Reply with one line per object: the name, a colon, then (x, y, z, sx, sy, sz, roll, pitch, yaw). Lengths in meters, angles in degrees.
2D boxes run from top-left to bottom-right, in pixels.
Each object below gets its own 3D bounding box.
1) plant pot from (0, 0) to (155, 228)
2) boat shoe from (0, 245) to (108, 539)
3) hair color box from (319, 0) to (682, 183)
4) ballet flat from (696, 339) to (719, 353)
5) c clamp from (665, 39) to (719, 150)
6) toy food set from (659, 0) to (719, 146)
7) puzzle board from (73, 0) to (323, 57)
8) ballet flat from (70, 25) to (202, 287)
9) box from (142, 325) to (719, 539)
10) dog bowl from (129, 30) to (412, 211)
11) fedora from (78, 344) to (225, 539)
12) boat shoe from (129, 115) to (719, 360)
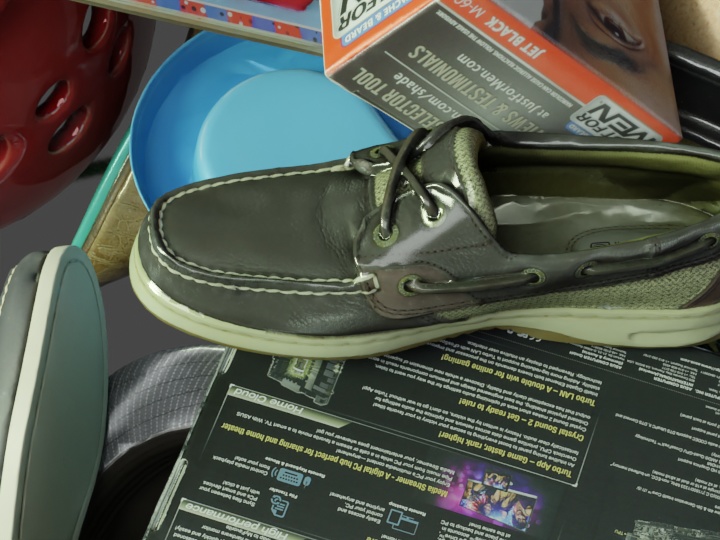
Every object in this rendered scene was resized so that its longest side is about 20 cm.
plant pot: (-0.185, -0.123, 1.008, 0.200, 0.183, 0.201, -2, 76, 6)
boat shoe: (-0.134, 0.088, 0.975, 0.063, 0.073, 0.201, 8, 89, 18)
hair color box: (0.040, -0.128, 0.939, 0.064, 0.111, 0.200, -32, 45, 32)
ballet flat: (0.109, 0.048, 0.969, 0.074, 0.074, 0.200, 43, 126, 14)
c clamp: (0.123, 0.002, 0.984, 0.199, 0.027, 0.171, 19, 124, 16)
toy food set: (0.170, -0.113, 0.981, 0.197, 0.049, 0.201, 10, 94, 18)
puzzle board: (-0.039, -0.146, 0.963, 0.017, 0.200, 0.151, -38, 51, 46)
ballet flat: (-0.045, -0.075, 1.052, 0.072, 0.068, 0.201, 22, 92, -2)
box: (0.042, 0.084, 0.864, 0.199, 0.044, 0.161, 16, 55, 8)
dog bowl: (0.000, 0.000, 0.971, 0.111, 0.050, 0.200, -30, 68, -14)
fedora: (-0.042, 0.132, 1.025, 0.176, 0.090, 0.201, 9, 85, 17)
boat shoe: (0.030, -0.017, 0.867, 0.200, 0.066, 0.072, 1, 48, -7)
